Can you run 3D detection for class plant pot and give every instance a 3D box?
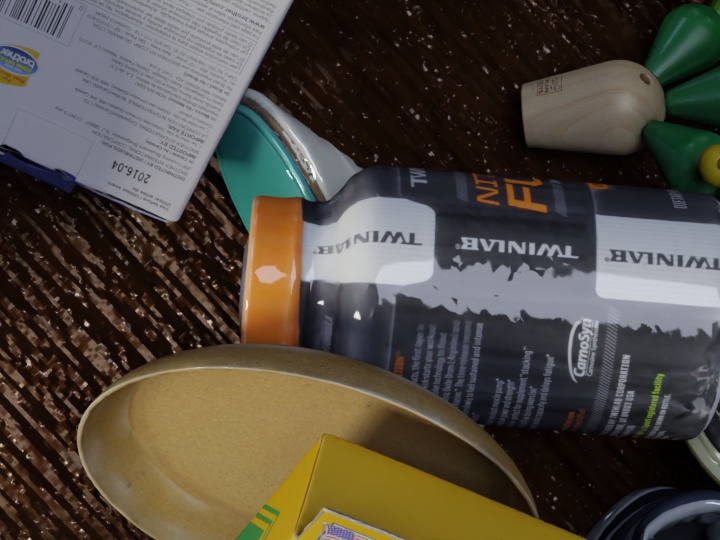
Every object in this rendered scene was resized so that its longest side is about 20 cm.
[{"bbox_3d":[-0.020,0.085,0.864,0.199,0.200,0.028,22,57,-10],"label":"plant pot"}]

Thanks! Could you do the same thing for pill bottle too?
[{"bbox_3d":[0.049,0.012,0.861,0.199,0.106,0.107,5,80,-3],"label":"pill bottle"}]

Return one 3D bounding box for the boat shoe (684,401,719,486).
[{"bbox_3d":[0.238,0.088,0.964,0.199,0.065,0.073,18,34,-30],"label":"boat shoe"}]

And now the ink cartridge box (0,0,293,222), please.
[{"bbox_3d":[-0.110,-0.114,0.880,0.136,0.076,0.201,24,115,-13],"label":"ink cartridge box"}]

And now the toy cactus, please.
[{"bbox_3d":[0.158,-0.084,0.971,0.164,0.102,0.201,-5,56,9],"label":"toy cactus"}]

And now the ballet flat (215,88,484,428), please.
[{"bbox_3d":[0.000,0.000,0.950,0.069,0.069,0.201,-30,94,-16],"label":"ballet flat"}]

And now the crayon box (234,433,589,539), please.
[{"bbox_3d":[0.013,0.136,0.853,0.125,0.200,0.052,23,57,-10],"label":"crayon box"}]

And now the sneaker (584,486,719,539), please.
[{"bbox_3d":[0.106,0.177,0.919,0.070,0.108,0.200,38,75,-5],"label":"sneaker"}]
